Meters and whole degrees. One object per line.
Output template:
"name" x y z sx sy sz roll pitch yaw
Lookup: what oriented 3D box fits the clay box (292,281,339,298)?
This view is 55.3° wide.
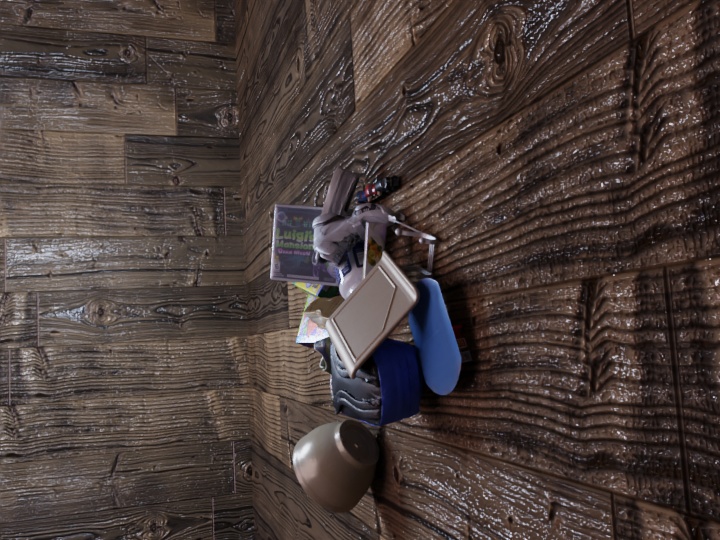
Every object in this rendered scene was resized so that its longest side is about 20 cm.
"clay box" -0.105 0.008 1.755 0.116 0.047 0.199 -59 29 -7

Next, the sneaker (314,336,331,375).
"sneaker" -0.051 0.218 1.619 0.202 0.088 0.068 72 -165 -46

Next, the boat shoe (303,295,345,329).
"boat shoe" -0.060 0.106 1.594 0.070 0.074 0.199 52 160 -19

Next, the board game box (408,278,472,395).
"board game box" 0.142 0.114 1.203 0.158 0.038 0.203 122 137 -60

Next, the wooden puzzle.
"wooden puzzle" 0.022 0.081 1.270 0.201 0.037 0.185 -52 29 9

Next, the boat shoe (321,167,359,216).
"boat shoe" -0.049 -0.133 1.586 0.072 0.067 0.204 5 -79 -83

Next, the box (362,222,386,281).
"box" 0.025 0.005 1.373 0.041 0.038 0.204 -120 34 -84

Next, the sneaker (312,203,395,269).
"sneaker" -0.018 -0.068 1.451 0.075 0.197 0.117 49 -139 -48

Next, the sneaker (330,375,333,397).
"sneaker" -0.045 0.246 1.742 0.089 0.079 0.204 116 153 -63

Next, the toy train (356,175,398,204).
"toy train" 0.033 -0.174 1.514 0.200 0.045 0.035 162 106 -71

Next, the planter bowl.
"planter bowl" -0.040 0.433 1.593 0.135 0.198 0.202 -48 40 26

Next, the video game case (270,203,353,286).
"video game case" -0.119 -0.061 1.650 0.023 0.196 0.186 -6 -79 -73

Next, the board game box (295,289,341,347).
"board game box" -0.077 0.121 1.713 0.199 0.044 0.137 -9 62 53

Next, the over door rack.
"over door rack" 0.082 -0.016 1.344 0.200 0.065 0.151 -136 48 -65

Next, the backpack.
"backpack" 0.042 0.198 1.320 0.199 0.165 0.166 4 105 66

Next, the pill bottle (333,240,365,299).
"pill bottle" 0.000 0.000 1.516 0.117 0.113 0.202 110 153 -47
